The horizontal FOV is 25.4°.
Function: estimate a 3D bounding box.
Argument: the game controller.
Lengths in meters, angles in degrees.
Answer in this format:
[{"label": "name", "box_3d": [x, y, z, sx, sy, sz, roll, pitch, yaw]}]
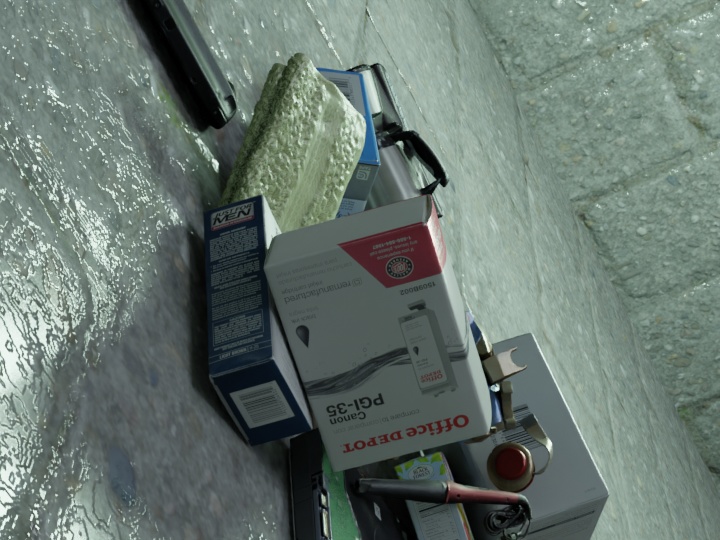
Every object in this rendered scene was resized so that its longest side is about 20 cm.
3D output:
[{"label": "game controller", "box_3d": [-0.178, -0.235, 1.565, 0.201, 0.042, 0.104, 62, 2, -18]}]

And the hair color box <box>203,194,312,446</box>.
[{"label": "hair color box", "box_3d": [-0.090, 0.041, 1.381, 0.200, 0.060, 0.100, -96, 167, -46]}]

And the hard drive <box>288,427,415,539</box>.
[{"label": "hard drive", "box_3d": [-0.001, 0.252, 1.440, 0.200, 0.038, 0.140, 54, 20, -41]}]

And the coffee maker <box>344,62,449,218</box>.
[{"label": "coffee maker", "box_3d": [0.003, -0.130, 1.886, 0.192, 0.134, 0.201, 151, -83, -75]}]

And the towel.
[{"label": "towel", "box_3d": [-0.063, -0.091, 1.520, 0.148, 0.036, 0.201, 37, 70, -48]}]

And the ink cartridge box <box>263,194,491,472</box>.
[{"label": "ink cartridge box", "box_3d": [0.018, 0.055, 1.355, 0.083, 0.146, 0.201, -81, 155, -69]}]

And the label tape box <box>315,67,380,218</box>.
[{"label": "label tape box", "box_3d": [-0.040, -0.093, 1.710, 0.200, 0.063, 0.145, 109, -20, -43]}]

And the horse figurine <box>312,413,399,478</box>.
[{"label": "horse figurine", "box_3d": [-0.019, 0.130, 1.513, 0.132, 0.050, 0.201, -12, 87, -60]}]

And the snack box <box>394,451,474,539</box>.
[{"label": "snack box", "box_3d": [0.082, 0.255, 1.597, 0.200, 0.053, 0.143, 62, 11, -82]}]

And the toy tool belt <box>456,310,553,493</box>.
[{"label": "toy tool belt", "box_3d": [0.102, 0.118, 1.536, 0.200, 0.125, 0.123, 59, -3, 18]}]

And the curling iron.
[{"label": "curling iron", "box_3d": [0.082, 0.215, 1.478, 0.199, 0.026, 0.050, 18, 60, -30]}]

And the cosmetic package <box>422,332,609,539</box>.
[{"label": "cosmetic package", "box_3d": [0.158, 0.210, 1.700, 0.200, 0.122, 0.200, 96, -26, -58]}]
